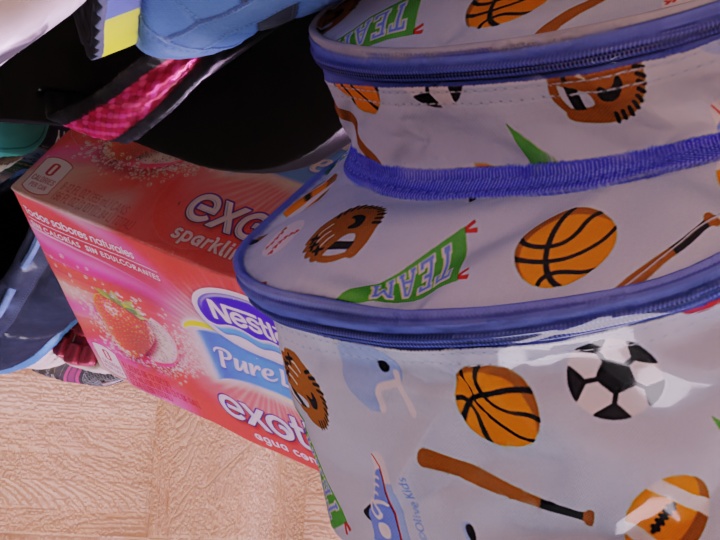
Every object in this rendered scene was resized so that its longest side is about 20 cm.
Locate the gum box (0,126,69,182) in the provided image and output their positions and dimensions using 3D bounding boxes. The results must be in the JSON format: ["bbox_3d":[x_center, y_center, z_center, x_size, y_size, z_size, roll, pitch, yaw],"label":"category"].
[{"bbox_3d":[-0.184,-0.061,1.005,0.199,0.045,0.170,0,174,27],"label":"gum box"}]

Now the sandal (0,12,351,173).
[{"bbox_3d":[-0.069,-0.068,0.686,0.199,0.076,0.045,3,176,37],"label":"sandal"}]

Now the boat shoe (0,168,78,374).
[{"bbox_3d":[-0.139,-0.013,0.931,0.068,0.085,0.200,10,154,-31],"label":"boat shoe"}]

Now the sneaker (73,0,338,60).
[{"bbox_3d":[-0.021,-0.090,0.510,0.078,0.066,0.200,-11,177,-11],"label":"sneaker"}]

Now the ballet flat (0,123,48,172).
[{"bbox_3d":[-0.169,-0.067,0.793,0.064,0.076,0.200,11,175,18],"label":"ballet flat"}]

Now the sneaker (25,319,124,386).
[{"bbox_3d":[-0.095,0.009,0.996,0.074,0.081,0.200,17,170,-28],"label":"sneaker"}]

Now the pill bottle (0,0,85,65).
[{"bbox_3d":[-0.107,-0.075,0.449,0.106,0.107,0.200,5,175,-19],"label":"pill bottle"}]

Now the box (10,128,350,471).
[{"bbox_3d":[0.000,0.000,0.778,0.199,0.103,0.095,22,148,35],"label":"box"}]

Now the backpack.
[{"bbox_3d":[0.070,-0.011,0.555,0.199,0.154,0.191,-7,-151,44],"label":"backpack"}]
